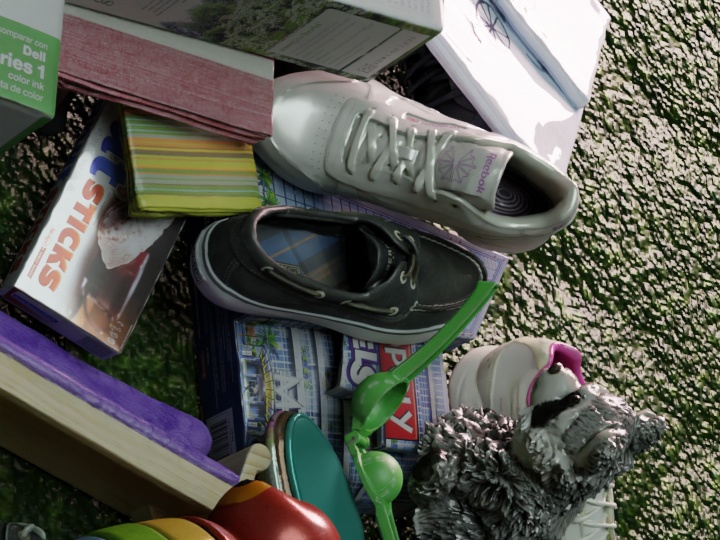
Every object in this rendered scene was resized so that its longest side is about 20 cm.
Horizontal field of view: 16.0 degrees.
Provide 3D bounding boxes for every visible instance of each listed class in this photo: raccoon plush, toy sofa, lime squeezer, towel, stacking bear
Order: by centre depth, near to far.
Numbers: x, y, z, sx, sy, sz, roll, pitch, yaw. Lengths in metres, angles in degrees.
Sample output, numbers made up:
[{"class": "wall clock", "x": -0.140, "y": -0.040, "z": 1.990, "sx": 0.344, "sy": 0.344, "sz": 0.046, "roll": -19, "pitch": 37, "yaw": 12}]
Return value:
[{"class": "stacking bear", "x": -0.094, "y": 0.165, "z": 1.254, "sx": 0.200, "sy": 0.121, "sz": 0.114, "roll": -20, "pitch": 90, "yaw": -35}, {"class": "toy sofa", "x": -0.150, "y": 0.073, "z": 1.354, "sx": 0.200, "sy": 0.083, "sz": 0.098, "roll": 32, "pitch": 56, "yaw": -22}, {"class": "towel", "x": -0.110, "y": -0.176, "z": 1.413, "sx": 0.144, "sy": 0.023, "sz": 0.200, "roll": 17, "pitch": 62, "yaw": -31}, {"class": "towel", "x": -0.106, "y": -0.125, "z": 1.421, "sx": 0.086, "sy": 0.018, "sz": 0.200, "roll": 1, "pitch": 73, "yaw": -40}, {"class": "lime squeezer", "x": 0.026, "y": 0.101, "z": 1.428, "sx": 0.071, "sy": 0.038, "sz": 0.200, "roll": 10, "pitch": 79, "yaw": 3}, {"class": "raccoon plush", "x": 0.116, "y": 0.149, "z": 1.466, "sx": 0.097, "sy": 0.134, "sz": 0.200, "roll": -48, "pitch": 127, "yaw": -49}]

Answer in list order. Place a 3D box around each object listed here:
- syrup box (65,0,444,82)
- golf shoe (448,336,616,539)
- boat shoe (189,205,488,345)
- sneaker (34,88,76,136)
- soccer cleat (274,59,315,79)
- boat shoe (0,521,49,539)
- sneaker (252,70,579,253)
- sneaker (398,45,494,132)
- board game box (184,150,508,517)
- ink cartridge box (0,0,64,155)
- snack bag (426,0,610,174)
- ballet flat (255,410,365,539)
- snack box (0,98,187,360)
[{"class": "syrup box", "x": -0.058, "y": -0.171, "z": 1.383, "sx": 0.200, "sy": 0.079, "sz": 0.081, "roll": 13, "pitch": 64, "yaw": -32}, {"class": "golf shoe", "x": 0.122, "y": 0.133, "z": 1.542, "sx": 0.075, "sy": 0.092, "sz": 0.200, "roll": -22, "pitch": 87, "yaw": -43}, {"class": "boat shoe", "x": 0.000, "y": 0.000, "z": 1.440, "sx": 0.200, "sy": 0.057, "sz": 0.069, "roll": 5, "pitch": 69, "yaw": -37}, {"class": "sneaker", "x": -0.154, "y": -0.152, "z": 1.471, "sx": 0.200, "sy": 0.077, "sz": 0.082, "roll": -55, "pitch": 135, "yaw": -37}, {"class": "soccer cleat", "x": -0.047, "y": -0.123, "z": 1.526, "sx": 0.070, "sy": 0.086, "sz": 0.200, "roll": -38, "pitch": 108, "yaw": 3}, {"class": "boat shoe", "x": -0.179, "y": 0.160, "z": 1.305, "sx": 0.200, "sy": 0.072, "sz": 0.071, "roll": -9, "pitch": 82, "yaw": -38}, {"class": "sneaker", "x": 0.034, "y": -0.069, "z": 1.452, "sx": 0.200, "sy": 0.100, "sz": 0.075, "roll": 18, "pitch": 82, "yaw": -13}, {"class": "sneaker", "x": 0.029, "y": -0.148, "z": 1.582, "sx": 0.146, "sy": 0.077, "sz": 0.202, "roll": 38, "pitch": 42, "yaw": -34}, {"class": "board game box", "x": 0.000, "y": 0.039, "z": 1.503, "sx": 0.200, "sy": 0.062, "sz": 0.200, "roll": 6, "pitch": 68, "yaw": -35}, {"class": "ink cartridge box", "x": -0.222, "y": -0.155, "z": 1.352, "sx": 0.084, "sy": 0.145, "sz": 0.200, "roll": 19, "pitch": 61, "yaw": -32}, {"class": "snack bag", "x": 0.089, "y": -0.164, "z": 1.588, "sx": 0.189, "sy": 0.021, "sz": 0.200, "roll": 51, "pitch": 35, "yaw": -24}, {"class": "ballet flat", "x": -0.020, "y": 0.172, "z": 1.422, "sx": 0.200, "sy": 0.071, "sz": 0.069, "roll": 60, "pitch": 34, "yaw": -15}, {"class": "snack box", "x": -0.126, "y": -0.053, "z": 1.417, "sx": 0.072, "sy": 0.024, "sz": 0.200, "roll": 34, "pitch": 63, "yaw": -20}]
